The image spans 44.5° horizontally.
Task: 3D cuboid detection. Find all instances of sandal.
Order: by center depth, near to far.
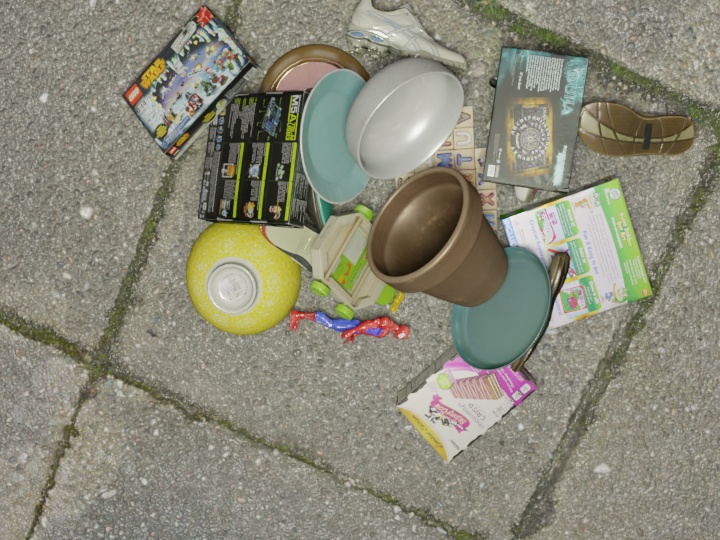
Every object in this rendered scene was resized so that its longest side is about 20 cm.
[{"bbox_3d":[0.423,-0.219,1.373,0.196,0.054,0.082,3,108,-12],"label":"sandal"},{"bbox_3d":[0.273,0.061,1.385,0.054,0.082,0.203,21,101,19],"label":"sandal"}]

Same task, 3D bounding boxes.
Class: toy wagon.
[{"bbox_3d":[0.000,0.000,1.414,0.200,0.039,0.157,45,68,-39],"label":"toy wagon"}]

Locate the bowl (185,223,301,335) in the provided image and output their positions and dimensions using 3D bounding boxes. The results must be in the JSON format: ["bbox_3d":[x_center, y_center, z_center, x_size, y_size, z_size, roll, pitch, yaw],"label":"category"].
[{"bbox_3d":[-0.200,0.018,1.432,0.196,0.108,0.204,1,102,4],"label":"bowl"}]

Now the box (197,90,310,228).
[{"bbox_3d":[-0.159,-0.171,1.354,0.190,0.047,0.204,4,86,32],"label":"box"}]

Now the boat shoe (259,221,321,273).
[{"bbox_3d":[-0.080,-0.035,1.425,0.199,0.062,0.072,32,88,-27],"label":"boat shoe"}]

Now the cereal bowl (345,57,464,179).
[{"bbox_3d":[0.056,-0.240,1.328,0.200,0.200,0.084,-44,62,11],"label":"cereal bowl"}]

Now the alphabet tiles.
[{"bbox_3d":[0.137,-0.161,1.423,0.164,0.008,0.204,-3,102,5],"label":"alphabet tiles"}]

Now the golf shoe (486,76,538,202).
[{"bbox_3d":[0.243,-0.208,1.377,0.090,0.073,0.204,-1,93,9],"label":"golf shoe"}]

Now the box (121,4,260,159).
[{"bbox_3d":[-0.268,-0.295,1.380,0.200,0.040,0.137,-44,69,11],"label":"box"}]

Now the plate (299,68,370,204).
[{"bbox_3d":[-0.035,-0.203,1.337,0.025,0.199,0.204,9,104,34],"label":"plate"}]

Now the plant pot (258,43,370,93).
[{"bbox_3d":[-0.070,-0.258,1.408,0.196,0.028,0.204,1,101,4],"label":"plant pot"}]

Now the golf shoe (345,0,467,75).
[{"bbox_3d":[0.079,-0.363,1.355,0.197,0.078,0.099,16,85,-7],"label":"golf shoe"}]

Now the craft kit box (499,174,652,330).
[{"bbox_3d":[0.347,-0.025,1.419,0.195,0.049,0.203,-18,100,10],"label":"craft kit box"}]

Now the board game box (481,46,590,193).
[{"bbox_3d":[0.262,-0.225,1.322,0.133,0.028,0.204,9,94,7],"label":"board game box"}]

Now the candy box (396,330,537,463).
[{"bbox_3d":[0.175,0.203,1.468,0.200,0.061,0.137,-42,96,11],"label":"candy box"}]

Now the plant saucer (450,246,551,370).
[{"bbox_3d":[0.223,0.062,1.376,0.027,0.200,0.202,25,105,-35],"label":"plant saucer"}]

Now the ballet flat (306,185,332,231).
[{"bbox_3d":[-0.085,-0.160,1.389,0.067,0.068,0.204,-1,101,17],"label":"ballet flat"}]

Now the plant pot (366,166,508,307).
[{"bbox_3d":[0.135,-0.030,1.361,0.200,0.201,0.174,-45,127,11],"label":"plant pot"}]

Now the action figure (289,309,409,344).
[{"bbox_3d":[-0.016,0.095,1.459,0.196,0.065,0.053,2,80,5],"label":"action figure"}]
